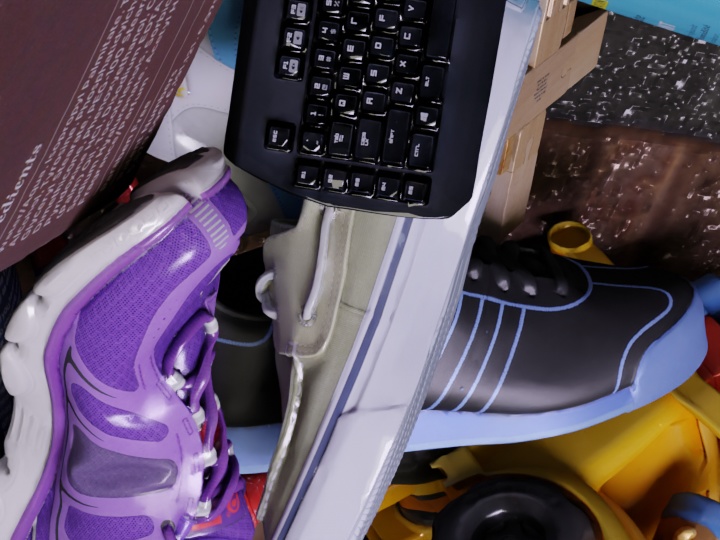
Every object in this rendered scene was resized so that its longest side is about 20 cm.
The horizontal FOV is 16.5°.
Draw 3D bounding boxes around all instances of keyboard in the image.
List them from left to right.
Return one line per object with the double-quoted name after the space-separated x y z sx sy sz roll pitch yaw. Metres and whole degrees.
-0.003 -0.118 0.712 0.104 0.040 0.201 8 94 -1 "keyboard"

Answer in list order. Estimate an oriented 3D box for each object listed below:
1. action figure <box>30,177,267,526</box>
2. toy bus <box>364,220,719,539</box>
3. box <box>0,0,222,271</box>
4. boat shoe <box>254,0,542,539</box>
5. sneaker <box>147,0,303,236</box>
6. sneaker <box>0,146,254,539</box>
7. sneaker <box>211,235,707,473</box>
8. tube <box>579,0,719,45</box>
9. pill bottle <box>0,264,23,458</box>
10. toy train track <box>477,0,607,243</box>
-0.079 0.027 0.906 0.065 0.099 0.200 -19 112 -2 "action figure"
0.097 0.080 0.934 0.192 0.200 0.136 -24 138 -11 "toy bus"
-0.137 -0.096 0.629 0.164 0.166 0.200 -59 171 30 "box"
0.000 0.000 0.780 0.062 0.072 0.201 18 94 6 "boat shoe"
-0.053 -0.083 0.802 0.081 0.077 0.200 -30 132 10 "sneaker"
-0.061 0.044 0.767 0.081 0.083 0.200 -43 160 -41 "sneaker"
0.026 0.014 0.848 0.199 0.070 0.078 -10 118 -15 "sneaker"
0.057 -0.109 0.763 0.199 0.077 0.051 15 103 3 "tube"
-0.166 0.018 0.818 0.111 0.111 0.200 -16 134 -9 "pill bottle"
0.056 -0.105 0.845 0.115 0.032 0.200 -39 145 -55 "toy train track"
